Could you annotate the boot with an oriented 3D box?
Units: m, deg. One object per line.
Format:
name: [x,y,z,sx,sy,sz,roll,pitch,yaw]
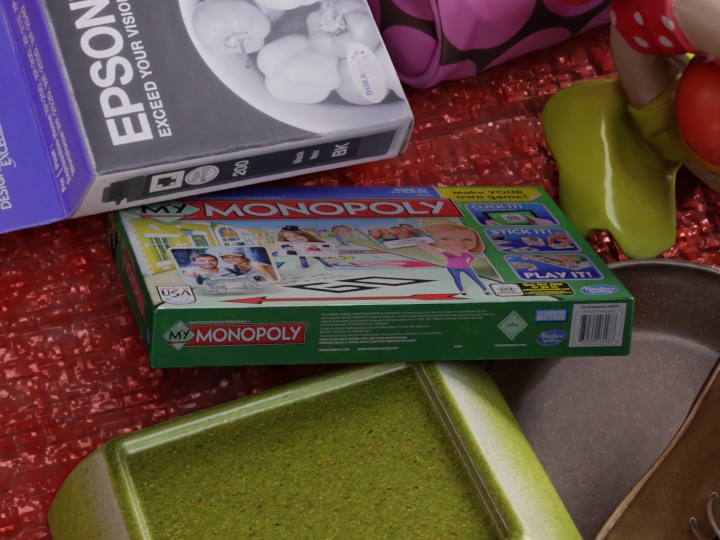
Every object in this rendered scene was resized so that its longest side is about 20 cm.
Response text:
boot: [0.134,0.101,0.955,0.073,0.075,0.200,26,84,0]

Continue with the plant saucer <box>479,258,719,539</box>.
plant saucer: [0.135,0.095,1.107,0.200,0.037,0.201,5,69,-12]

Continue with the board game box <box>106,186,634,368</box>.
board game box: [0.000,0.000,1.065,0.199,0.135,0.029,-1,113,-14]

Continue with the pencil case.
pencil case: [0.093,-0.159,1.165,0.200,0.091,0.094,-20,52,-21]

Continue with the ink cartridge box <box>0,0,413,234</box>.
ink cartridge box: [-0.101,-0.119,1.104,0.199,0.043,0.199,-12,62,-16]

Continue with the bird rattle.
bird rattle: [0.152,-0.090,1.089,0.163,0.200,0.113,33,59,26]

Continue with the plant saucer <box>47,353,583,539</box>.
plant saucer: [-0.017,0.103,0.981,0.199,0.048,0.200,-17,34,-8]
